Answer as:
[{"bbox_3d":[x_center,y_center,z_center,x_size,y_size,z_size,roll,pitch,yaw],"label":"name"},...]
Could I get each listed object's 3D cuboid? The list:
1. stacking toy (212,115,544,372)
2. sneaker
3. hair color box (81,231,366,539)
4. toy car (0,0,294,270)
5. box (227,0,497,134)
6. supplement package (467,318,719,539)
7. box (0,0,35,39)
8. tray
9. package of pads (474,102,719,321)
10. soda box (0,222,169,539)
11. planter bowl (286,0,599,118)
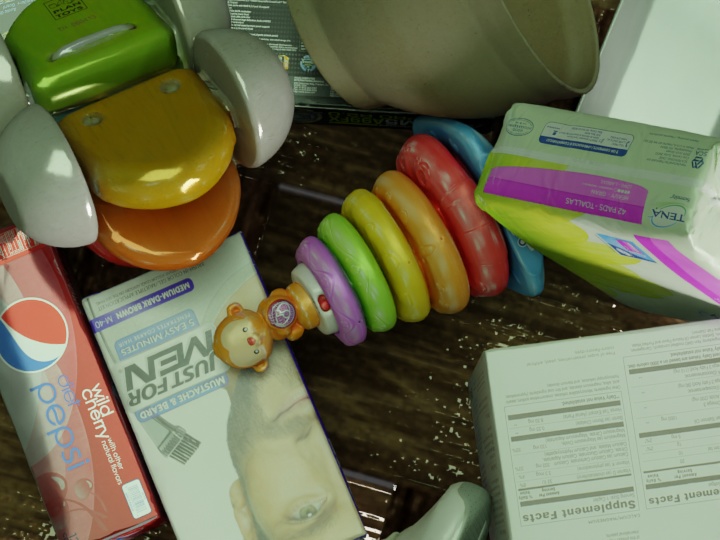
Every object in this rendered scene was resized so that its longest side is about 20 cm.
[{"bbox_3d":[0.000,0.000,1.110,0.199,0.110,0.117,-29,106,-11],"label":"stacking toy"},{"bbox_3d":[0.004,0.192,1.090,0.080,0.070,0.201,41,116,15],"label":"sneaker"},{"bbox_3d":[-0.082,0.091,1.145,0.108,0.065,0.202,-23,82,-4],"label":"hair color box"},{"bbox_3d":[-0.140,-0.081,1.107,0.174,0.151,0.200,-25,51,-16],"label":"toy car"},{"bbox_3d":[-0.006,-0.175,1.197,0.198,0.044,0.162,3,80,1],"label":"box"},{"bbox_3d":[0.152,0.145,1.086,0.149,0.152,0.202,-8,80,-1],"label":"supplement package"},{"bbox_3d":[-0.288,-0.181,1.201,0.198,0.046,0.160,-16,80,-2],"label":"box"},{"bbox_3d":[0.202,-0.122,1.196,0.107,0.022,0.202,23,81,4],"label":"tray"},{"bbox_3d":[0.174,-0.021,1.052,0.154,0.199,0.069,14,79,42],"label":"package of pads"},{"bbox_3d":[-0.183,0.072,1.145,0.063,0.070,0.202,-22,81,-2],"label":"soda box"},{"bbox_3d":[0.037,-0.173,1.092,0.134,0.200,0.202,-21,80,24],"label":"planter bowl"}]
